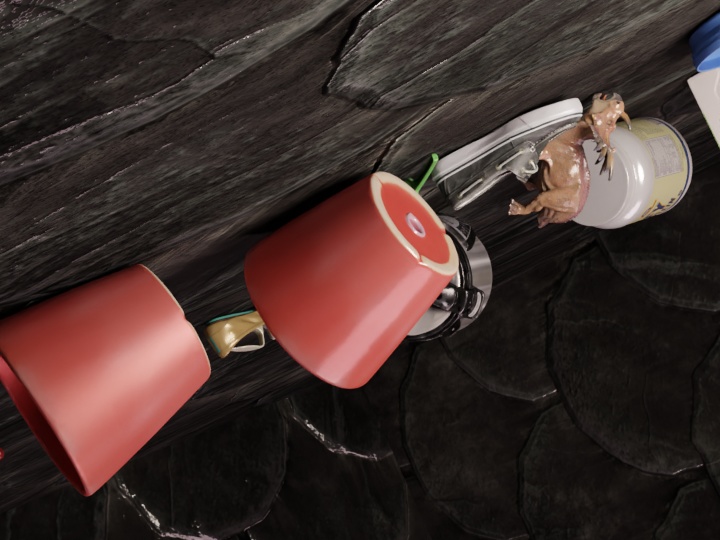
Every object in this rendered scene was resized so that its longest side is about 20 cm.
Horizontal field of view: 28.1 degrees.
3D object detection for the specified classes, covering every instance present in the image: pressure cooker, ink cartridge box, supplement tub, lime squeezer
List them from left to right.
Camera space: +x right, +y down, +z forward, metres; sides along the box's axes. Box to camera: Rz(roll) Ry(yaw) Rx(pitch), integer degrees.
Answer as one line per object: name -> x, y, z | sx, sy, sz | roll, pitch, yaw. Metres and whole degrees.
lime squeezer -> 0.037, -0.091, 1.747 | 0.199, 0.038, 0.070 | -30, 140, 35
pressure cooker -> 0.090, 0.014, 2.046 | 0.175, 0.180, 0.200 | -25, 174, 20
supplement tub -> 0.373, -0.139, 2.057 | 0.144, 0.146, 0.199 | -31, 171, 38
ink cartridge box -> 0.560, -0.245, 2.054 | 0.067, 0.118, 0.199 | -30, 171, 41

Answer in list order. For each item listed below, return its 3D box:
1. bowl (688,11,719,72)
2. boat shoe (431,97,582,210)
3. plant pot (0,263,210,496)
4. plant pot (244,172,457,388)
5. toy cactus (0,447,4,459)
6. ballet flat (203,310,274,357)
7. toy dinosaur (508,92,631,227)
bowl -> 0.481, -0.301, 1.703 | 0.199, 0.040, 0.201 | -26, 173, -3
boat shoe -> 0.184, -0.137, 1.724 | 0.199, 0.072, 0.072 | -28, 172, 14
plant pot -> -0.263, 0.100, 1.473 | 0.177, 0.201, 0.200 | -33, 176, -20
plant pot -> 0.000, 0.000, 1.605 | 0.177, 0.201, 0.200 | -40, 167, 22
toy cactus -> -0.567, 0.261, 1.968 | 0.199, 0.103, 0.165 | -7, 152, -43
ballet flat -> -0.151, 0.084, 2.173 | 0.199, 0.064, 0.068 | -20, 171, -40
toy dinosaur -> 0.262, -0.121, 1.809 | 0.134, 0.202, 0.086 | 11, -147, 12
